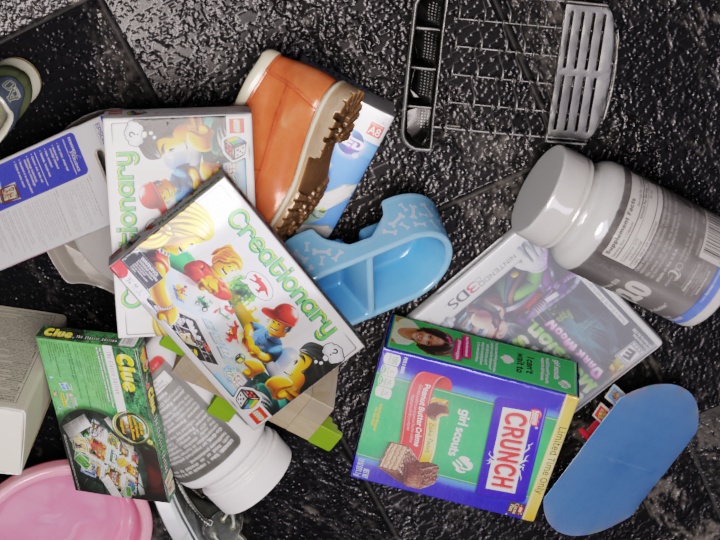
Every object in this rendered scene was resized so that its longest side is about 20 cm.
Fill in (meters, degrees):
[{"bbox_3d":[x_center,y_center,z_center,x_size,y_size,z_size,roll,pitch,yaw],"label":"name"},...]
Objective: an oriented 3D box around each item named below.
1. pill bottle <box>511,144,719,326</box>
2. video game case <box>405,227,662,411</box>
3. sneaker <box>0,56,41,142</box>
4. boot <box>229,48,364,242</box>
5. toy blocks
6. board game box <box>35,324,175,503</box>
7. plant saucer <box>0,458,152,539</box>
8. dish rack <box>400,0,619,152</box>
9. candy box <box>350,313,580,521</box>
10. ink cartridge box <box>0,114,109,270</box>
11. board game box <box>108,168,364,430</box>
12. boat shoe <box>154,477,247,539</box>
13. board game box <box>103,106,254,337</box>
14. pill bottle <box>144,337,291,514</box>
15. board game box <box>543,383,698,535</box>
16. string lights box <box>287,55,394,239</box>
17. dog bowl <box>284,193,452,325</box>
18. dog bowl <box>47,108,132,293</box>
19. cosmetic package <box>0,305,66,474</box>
[{"bbox_3d":[0.253,-0.036,1.289,0.200,0.114,0.114,25,111,-12],"label":"pill bottle"},{"bbox_3d":[0.178,0.062,1.382,0.182,0.023,0.200,-41,108,16],"label":"video game case"},{"bbox_3d":[-0.389,-0.122,1.261,0.200,0.090,0.067,-36,109,14],"label":"sneaker"},{"bbox_3d":[-0.081,-0.103,1.230,0.107,0.075,0.200,31,117,11],"label":"boot"},{"bbox_3d":[-0.097,0.075,1.328,0.200,0.137,0.100,28,123,-15],"label":"toy blocks"},{"bbox_3d":[-0.243,0.141,1.299,0.105,0.023,0.200,7,127,15],"label":"board game box"},{"bbox_3d":[-0.323,0.277,1.426,0.200,0.051,0.201,-12,122,-21],"label":"plant saucer"},{"bbox_3d":[0.141,-0.186,1.259,0.200,0.055,0.154,4,114,-3],"label":"dish rack"},{"bbox_3d":[0.105,0.152,1.371,0.200,0.077,0.169,13,121,0],"label":"candy box"},{"bbox_3d":[-0.292,-0.069,1.255,0.200,0.037,0.095,-19,94,26],"label":"ink cartridge box"},{"bbox_3d":[-0.106,0.027,1.171,0.126,0.035,0.200,-38,109,4],"label":"board game box"},{"bbox_3d":[-0.159,0.278,1.455,0.071,0.072,0.200,-29,121,2],"label":"boat shoe"},{"bbox_3d":[-0.156,-0.042,1.187,0.126,0.035,0.200,-3,108,-6],"label":"board game box"},{"bbox_3d":[-0.171,0.147,1.366,0.114,0.114,0.200,-37,109,14],"label":"pill bottle"},{"bbox_3d":[0.266,0.190,1.415,0.158,0.039,0.200,21,109,-43],"label":"board game box"},{"bbox_3d":[-0.057,-0.092,1.294,0.103,0.059,0.200,26,111,-8],"label":"string lights box"},{"bbox_3d":[0.000,0.000,1.290,0.200,0.050,0.112,-23,141,-18],"label":"dog bowl"},{"bbox_3d":[-0.207,-0.058,1.276,0.200,0.059,0.200,5,106,20],"label":"dog bowl"},{"bbox_3d":[-0.354,0.109,1.301,0.103,0.200,0.073,8,114,-3],"label":"cosmetic package"}]
